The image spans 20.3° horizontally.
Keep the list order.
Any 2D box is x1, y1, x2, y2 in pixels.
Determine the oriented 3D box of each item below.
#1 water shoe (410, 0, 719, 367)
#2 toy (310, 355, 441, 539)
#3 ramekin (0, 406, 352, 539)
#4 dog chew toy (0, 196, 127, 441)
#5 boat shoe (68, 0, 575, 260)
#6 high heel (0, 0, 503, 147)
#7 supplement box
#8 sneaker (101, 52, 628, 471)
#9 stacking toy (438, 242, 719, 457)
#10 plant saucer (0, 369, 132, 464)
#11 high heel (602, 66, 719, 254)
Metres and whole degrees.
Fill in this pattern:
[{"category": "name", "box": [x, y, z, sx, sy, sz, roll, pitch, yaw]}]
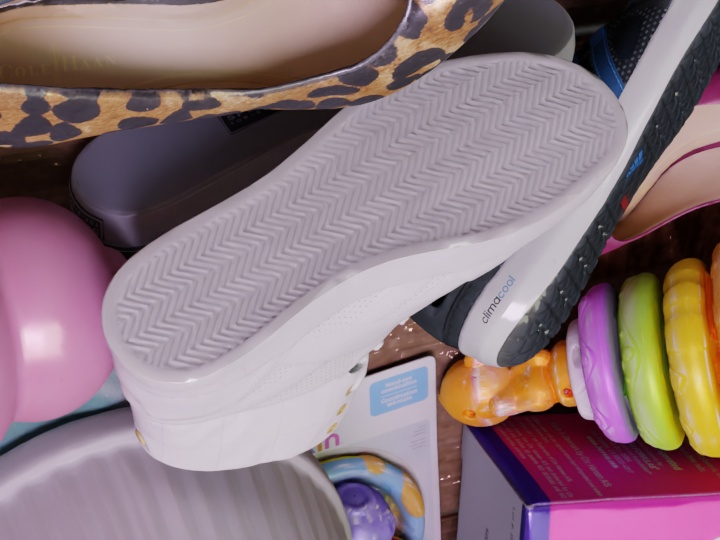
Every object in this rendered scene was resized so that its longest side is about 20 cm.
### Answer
[{"category": "water shoe", "box": [0.079, -0.061, 0.789, 0.201, 0.079, 0.072, -57, 163, -10]}, {"category": "toy", "box": [-0.007, 0.144, 0.905, 0.115, 0.047, 0.201, -18, 130, -20]}, {"category": "ramekin", "box": [-0.083, 0.159, 0.780, 0.201, 0.094, 0.203, -14, 128, -18]}, {"category": "dog chew toy", "box": [-0.170, 0.027, 0.675, 0.199, 0.125, 0.125, -15, 128, -26]}, {"category": "boat shoe", "box": [-0.010, -0.044, 0.758, 0.199, 0.070, 0.066, -25, 139, -12]}, {"category": "high heel", "box": [-0.037, -0.085, 0.627, 0.199, 0.072, 0.142, -20, 176, 26]}, {"category": "supplement box", "box": [0.150, 0.126, 0.910, 0.199, 0.103, 0.102, -1, 108, -14]}, {"category": "sneaker", "box": [0.000, 0.000, 0.722, 0.199, 0.074, 0.116, -27, 158, -15]}, {"category": "stacking toy", "box": [0.130, 0.040, 0.869, 0.199, 0.110, 0.116, -10, 134, 16]}, {"category": "plant saucer", "box": [-0.143, 0.096, 0.790, 0.199, 0.036, 0.201, -13, 127, -18]}, {"category": "high heel", "box": [0.146, -0.044, 0.829, 0.200, 0.096, 0.068, -38, 133, -2]}]
